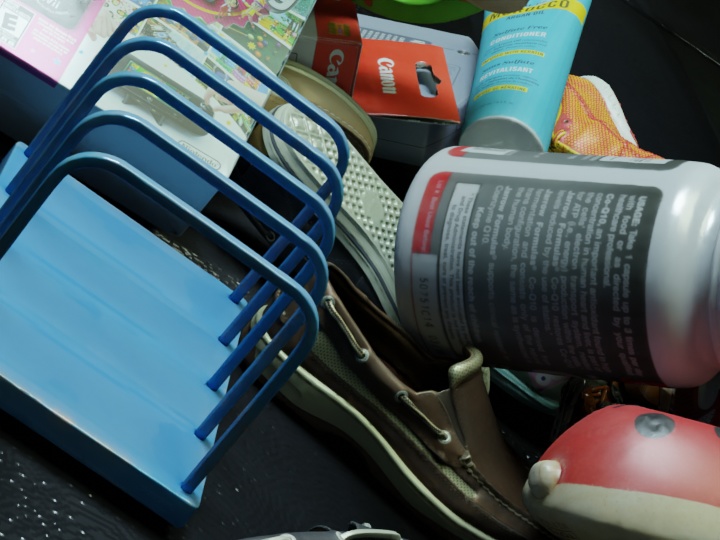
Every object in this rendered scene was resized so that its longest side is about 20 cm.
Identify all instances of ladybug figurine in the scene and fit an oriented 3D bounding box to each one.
[{"bbox_3d":[0.168,0.112,1.130,0.200,0.072,0.136,17,-4,-31],"label":"ladybug figurine"}]

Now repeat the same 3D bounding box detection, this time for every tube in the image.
[{"bbox_3d":[0.099,-0.125,1.410,0.200,0.077,0.051,-73,154,-52],"label":"tube"}]

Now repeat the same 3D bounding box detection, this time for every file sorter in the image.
[{"bbox_3d":[-0.089,-0.014,1.037,0.139,0.123,0.200,36,22,-13],"label":"file sorter"}]

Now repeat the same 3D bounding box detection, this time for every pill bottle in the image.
[{"bbox_3d":[0.128,-0.001,1.172,0.199,0.114,0.114,6,6,28],"label":"pill bottle"}]

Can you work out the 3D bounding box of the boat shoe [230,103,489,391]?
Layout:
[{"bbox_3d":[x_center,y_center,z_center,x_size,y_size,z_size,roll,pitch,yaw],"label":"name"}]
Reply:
[{"bbox_3d":[0.000,0.000,1.255,0.200,0.062,0.075,51,33,-14],"label":"boat shoe"}]

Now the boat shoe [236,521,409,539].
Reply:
[{"bbox_3d":[-0.008,0.135,0.978,0.200,0.074,0.060,-7,55,-51],"label":"boat shoe"}]

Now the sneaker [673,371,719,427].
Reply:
[{"bbox_3d":[0.234,0.037,1.262,0.115,0.078,0.200,34,51,-20],"label":"sneaker"}]

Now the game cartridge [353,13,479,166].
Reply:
[{"bbox_3d":[0.009,-0.115,1.449,0.133,0.042,0.200,16,22,5],"label":"game cartridge"}]

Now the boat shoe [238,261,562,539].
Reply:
[{"bbox_3d":[0.037,0.073,1.158,0.202,0.075,0.075,37,22,-10],"label":"boat shoe"}]

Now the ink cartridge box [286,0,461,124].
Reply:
[{"bbox_3d":[-0.040,-0.140,1.362,0.199,0.050,0.109,6,30,-9],"label":"ink cartridge box"}]

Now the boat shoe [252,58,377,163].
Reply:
[{"bbox_3d":[-0.080,-0.086,1.285,0.200,0.074,0.066,20,31,-21],"label":"boat shoe"}]

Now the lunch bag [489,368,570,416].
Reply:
[{"bbox_3d":[0.092,-0.001,1.385,0.160,0.077,0.200,36,19,5],"label":"lunch bag"}]

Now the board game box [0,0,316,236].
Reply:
[{"bbox_3d":[-0.109,-0.138,1.208,0.147,0.064,0.200,32,51,-11],"label":"board game box"}]

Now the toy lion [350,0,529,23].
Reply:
[{"bbox_3d":[-0.017,-0.206,1.296,0.200,0.191,0.069,39,57,-24],"label":"toy lion"}]

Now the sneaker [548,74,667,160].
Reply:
[{"bbox_3d":[0.144,-0.052,1.399,0.077,0.073,0.200,-3,32,-28],"label":"sneaker"}]

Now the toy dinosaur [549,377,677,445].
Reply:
[{"bbox_3d":[0.163,0.083,1.258,0.136,0.200,0.102,37,-14,-26],"label":"toy dinosaur"}]
